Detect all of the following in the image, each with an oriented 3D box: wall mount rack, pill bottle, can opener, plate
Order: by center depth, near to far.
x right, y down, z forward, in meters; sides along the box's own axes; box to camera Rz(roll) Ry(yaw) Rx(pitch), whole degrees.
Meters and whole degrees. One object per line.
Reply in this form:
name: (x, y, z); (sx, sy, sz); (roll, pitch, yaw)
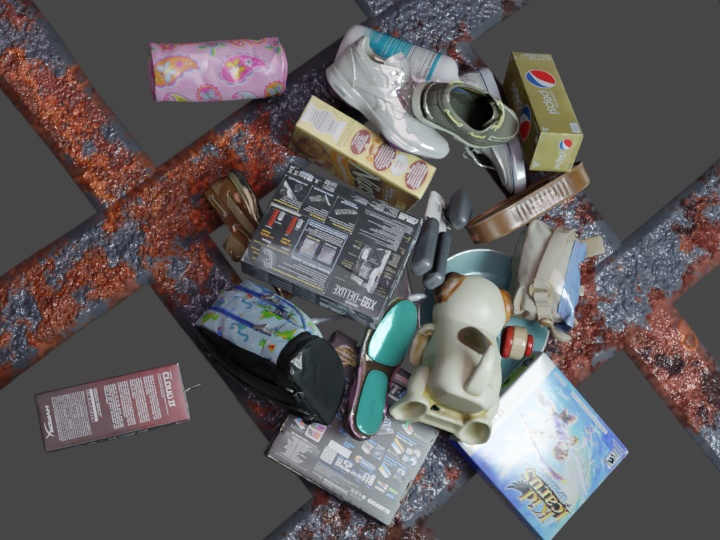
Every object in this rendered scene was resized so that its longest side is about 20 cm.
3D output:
can opener: (0.116, -0.055, 1.414); (0.067, 0.200, 0.053); (-32, 113, 27)
wall mount rack: (0.000, 0.000, 1.430); (0.173, 0.075, 0.201); (-13, 82, 13)
pill bottle: (0.064, -0.268, 1.446); (0.199, 0.111, 0.111); (21, 78, 5)
plate: (0.178, 0.069, 1.473); (0.199, 0.026, 0.201); (1, 81, -9)

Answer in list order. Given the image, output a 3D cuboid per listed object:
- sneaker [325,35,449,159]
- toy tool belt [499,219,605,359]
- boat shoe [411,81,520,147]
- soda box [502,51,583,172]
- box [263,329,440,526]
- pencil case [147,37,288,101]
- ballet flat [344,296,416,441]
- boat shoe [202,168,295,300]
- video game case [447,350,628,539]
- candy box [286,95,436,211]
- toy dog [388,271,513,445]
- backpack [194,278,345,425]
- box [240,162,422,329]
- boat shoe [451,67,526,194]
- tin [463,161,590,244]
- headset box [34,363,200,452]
sneaker: (0.049, -0.230, 1.362); (0.200, 0.075, 0.100); (40, 114, -3)
toy tool belt: (0.272, 0.036, 1.422); (0.122, 0.125, 0.201); (12, 79, 0)
boat shoe: (0.156, -0.209, 1.369); (0.201, 0.060, 0.073); (10, 87, -44)
soda box: (0.259, -0.232, 1.464); (0.064, 0.068, 0.201); (2, 45, -9)
box: (0.000, 0.217, 1.404); (0.199, 0.050, 0.199); (31, 74, -5)
pencil case: (-0.200, -0.285, 1.436); (0.199, 0.087, 0.088); (-7, 82, -12)
ballet flat: (0.017, 0.130, 1.364); (0.069, 0.071, 0.201); (23, 75, -25)
boat shoe: (-0.155, -0.041, 1.412); (0.074, 0.076, 0.201); (-28, 79, -8)
video game case: (0.254, 0.248, 1.435); (0.181, 0.045, 0.200); (-44, 98, -12)
candy box: (-0.001, -0.159, 1.431); (0.199, 0.115, 0.055); (31, 78, -4)
toy dog: (0.131, 0.099, 1.352); (0.139, 0.194, 0.201); (14, 58, 1)
backpack: (-0.124, 0.101, 1.341); (0.199, 0.163, 0.154); (10, 62, 27)
box: (-0.037, -0.033, 1.349); (0.199, 0.050, 0.158); (22, 69, 4)
boat shoe: (0.176, -0.199, 1.490); (0.086, 0.075, 0.203); (-16, 78, -6)
tin: (0.242, -0.096, 1.468); (0.199, 0.112, 0.042); (-30, 99, -12)
headset box: (-0.303, 0.175, 1.306); (0.199, 0.149, 0.075); (-12, 83, -11)
